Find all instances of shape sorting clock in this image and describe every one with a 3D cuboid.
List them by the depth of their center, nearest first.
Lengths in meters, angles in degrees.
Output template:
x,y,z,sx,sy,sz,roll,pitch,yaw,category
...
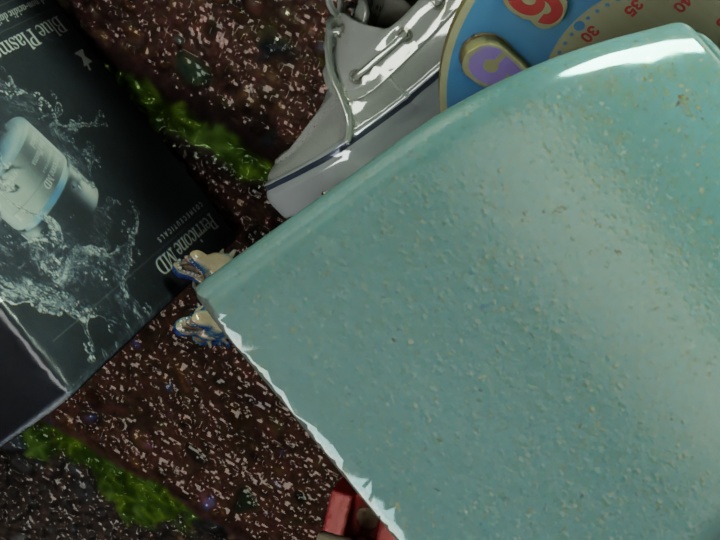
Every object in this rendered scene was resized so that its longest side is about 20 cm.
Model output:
x,y,z,sx,sy,sz,roll,pitch,yaw,category
0.135,-0.085,0.683,0.198,0.039,0.201,-3,132,-3,shape sorting clock

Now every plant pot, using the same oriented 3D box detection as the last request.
x,y,z,sx,sy,sz,roll,pitch,yaw,category
0.085,0.011,0.600,0.200,0.196,0.196,-41,89,6,plant pot

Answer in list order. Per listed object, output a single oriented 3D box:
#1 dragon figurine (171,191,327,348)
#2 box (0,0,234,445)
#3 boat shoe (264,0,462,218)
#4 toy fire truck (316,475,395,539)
x,y,z,sx,sy,sz,roll,pitch,yaw,category
0.000,0.000,0.775,0.099,0.199,0.059,-29,70,56,dragon figurine
-0.198,-0.032,0.774,0.117,0.197,0.200,-33,99,29,box
0.012,-0.111,0.734,0.202,0.075,0.086,-37,97,28,boat shoe
-0.005,0.156,0.824,0.048,0.141,0.201,12,118,16,toy fire truck
